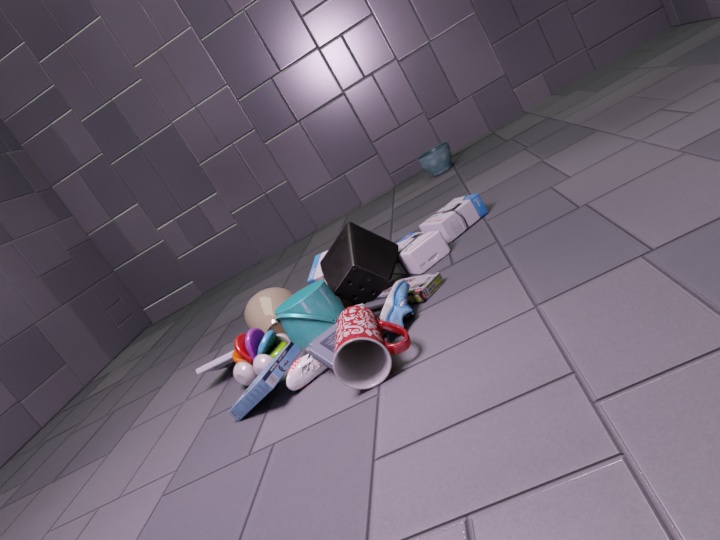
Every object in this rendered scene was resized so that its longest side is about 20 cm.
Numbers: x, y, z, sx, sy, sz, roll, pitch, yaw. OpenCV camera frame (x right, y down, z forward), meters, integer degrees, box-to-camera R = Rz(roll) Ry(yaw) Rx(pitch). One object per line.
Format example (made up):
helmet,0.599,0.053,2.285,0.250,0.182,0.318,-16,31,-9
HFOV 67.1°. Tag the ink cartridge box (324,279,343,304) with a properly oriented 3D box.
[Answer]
ink cartridge box,-0.146,0.120,1.844,0.200,0.050,0.161,-39,26,16

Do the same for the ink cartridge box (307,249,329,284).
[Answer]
ink cartridge box,-0.076,0.000,2.004,0.200,0.128,0.125,-20,43,45

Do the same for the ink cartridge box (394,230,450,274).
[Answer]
ink cartridge box,0.186,-0.061,1.843,0.145,0.084,0.200,-38,16,-20

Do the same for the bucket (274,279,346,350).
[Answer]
bucket,-0.148,0.131,1.618,0.207,0.135,0.207,-32,10,6

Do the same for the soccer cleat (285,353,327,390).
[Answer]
soccer cleat,-0.122,0.251,1.478,0.200,0.069,0.085,-37,10,-37

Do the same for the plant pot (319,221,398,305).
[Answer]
plant pot,0.000,0.000,1.746,0.200,0.199,0.178,-54,24,30

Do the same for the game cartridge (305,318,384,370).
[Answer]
game cartridge,-0.033,0.186,1.459,0.200,0.042,0.133,-35,45,-30

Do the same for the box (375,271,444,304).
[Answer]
box,0.144,0.060,1.626,0.110,0.035,0.200,-42,18,-34

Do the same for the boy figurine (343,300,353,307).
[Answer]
boy figurine,-0.086,0.096,1.923,0.124,0.065,0.200,-41,18,-28

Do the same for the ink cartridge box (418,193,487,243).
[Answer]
ink cartridge box,0.333,-0.185,1.955,0.200,0.084,0.145,-38,16,-22

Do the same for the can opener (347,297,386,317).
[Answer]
can opener,0.042,0.109,1.637,0.200,0.053,0.067,-17,21,41

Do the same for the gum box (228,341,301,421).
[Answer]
gum box,-0.264,0.307,1.504,0.200,0.045,0.170,-45,5,35

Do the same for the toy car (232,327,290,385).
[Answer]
toy car,-0.320,0.252,1.708,0.200,0.150,0.175,-23,16,30

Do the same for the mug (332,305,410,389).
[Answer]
mug,0.018,0.179,1.311,0.177,0.134,0.200,10,20,-8

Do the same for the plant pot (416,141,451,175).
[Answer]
plant pot,0.439,-0.626,3.104,0.200,0.134,0.200,-29,14,8

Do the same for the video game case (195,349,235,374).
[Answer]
video game case,-0.440,0.305,1.889,0.200,0.024,0.182,-27,-11,19

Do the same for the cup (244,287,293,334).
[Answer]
cup,-0.287,0.179,1.861,0.200,0.200,0.143,-32,33,-3

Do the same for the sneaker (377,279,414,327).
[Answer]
sneaker,0.106,0.107,1.481,0.200,0.090,0.078,-63,-5,-48
